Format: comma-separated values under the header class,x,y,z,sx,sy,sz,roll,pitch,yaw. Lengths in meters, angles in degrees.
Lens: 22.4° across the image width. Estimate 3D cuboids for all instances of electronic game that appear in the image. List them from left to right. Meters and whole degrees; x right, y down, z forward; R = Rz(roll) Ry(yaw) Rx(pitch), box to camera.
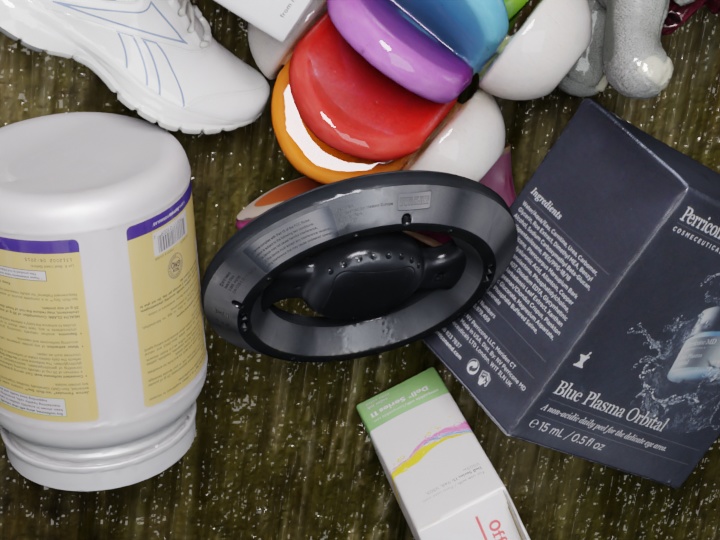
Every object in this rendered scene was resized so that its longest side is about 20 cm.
class,x,y,z,sx,sy,sz,roll,pitch,yaw
electronic game,0.000,0.000,1.118,0.199,0.042,0.200,-12,152,-7

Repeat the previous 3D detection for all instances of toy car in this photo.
class,x,y,z,sx,sy,sz,roll,pitch,yaw
toy car,0.022,-0.132,1.061,0.175,0.150,0.200,40,119,2

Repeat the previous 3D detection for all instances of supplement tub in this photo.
class,x,y,z,sx,sy,sz,roll,pitch,yaw
supplement tub,-0.170,0.019,1.119,0.145,0.146,0.201,-9,119,-12

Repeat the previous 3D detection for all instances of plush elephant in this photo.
class,x,y,z,sx,sy,sz,roll,pitch,yaw
plush elephant,0.217,-0.188,1.110,0.154,0.165,0.201,8,87,-10

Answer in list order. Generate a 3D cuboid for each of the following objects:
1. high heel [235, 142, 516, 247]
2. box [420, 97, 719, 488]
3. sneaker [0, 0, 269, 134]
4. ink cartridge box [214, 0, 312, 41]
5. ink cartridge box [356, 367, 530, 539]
class,x,y,z,sx,sy,sz,roll,pitch,yaw
high heel,0.018,-0.021,1.197,0.199,0.067,0.097,-12,109,-15
box,0.183,0.021,1.217,0.196,0.117,0.200,20,110,-43
sneaker,-0.132,-0.149,1.079,0.200,0.075,0.087,27,114,-28
ink cartridge box,-0.115,-0.227,1.008,0.200,0.148,0.086,28,104,-26
ink cartridge box,0.068,0.171,1.237,0.067,0.200,0.117,-25,121,-3
